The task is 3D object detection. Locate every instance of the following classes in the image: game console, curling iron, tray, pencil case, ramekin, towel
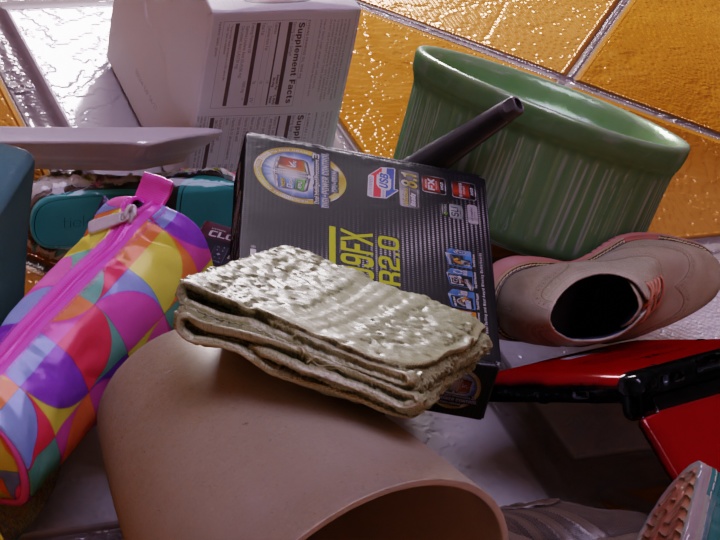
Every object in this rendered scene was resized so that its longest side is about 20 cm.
[{"bbox_3d":[0.195,0.110,1.495,0.171,0.120,0.200,-2,3,35],"label":"game console"},{"bbox_3d":[0.035,-0.052,1.582,0.050,0.200,0.026,50,29,1],"label":"curling iron"},{"bbox_3d":[-0.201,-0.081,1.608,0.199,0.022,0.107,2,8,25],"label":"tray"},{"bbox_3d":[-0.162,0.039,1.352,0.088,0.089,0.200,24,53,17],"label":"pencil case"},{"bbox_3d":[0.116,-0.073,1.649,0.199,0.098,0.200,19,11,-4],"label":"ramekin"},{"bbox_3d":[-0.013,0.033,1.304,0.148,0.037,0.200,22,13,11],"label":"towel"}]

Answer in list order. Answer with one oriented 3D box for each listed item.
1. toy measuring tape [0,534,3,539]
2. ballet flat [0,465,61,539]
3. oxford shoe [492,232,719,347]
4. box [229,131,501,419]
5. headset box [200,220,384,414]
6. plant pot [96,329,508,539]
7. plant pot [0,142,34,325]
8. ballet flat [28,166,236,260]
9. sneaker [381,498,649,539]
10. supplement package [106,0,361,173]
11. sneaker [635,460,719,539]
[{"bbox_3d":[-0.226,0.182,1.255,0.073,0.074,0.200,13,34,0],"label":"toy measuring tape"},{"bbox_3d":[-0.198,0.079,1.410,0.070,0.071,0.200,15,35,4],"label":"ballet flat"},{"bbox_3d":[0.169,0.020,1.557,0.199,0.071,0.074,-12,17,-36],"label":"oxford shoe"},{"bbox_3d":[0.000,0.000,1.473,0.159,0.044,0.201,11,35,-8],"label":"box"},{"bbox_3d":[-0.053,0.057,1.480,0.148,0.075,0.200,16,35,4],"label":"headset box"},{"bbox_3d":[-0.054,0.125,1.285,0.186,0.188,0.200,-14,42,-33],"label":"plant pot"},{"bbox_3d":[-0.291,0.026,1.398,0.140,0.142,0.201,16,42,4],"label":"plant pot"},{"bbox_3d":[-0.132,-0.040,1.602,0.199,0.076,0.064,6,16,-16],"label":"ballet flat"},{"bbox_3d":[0.092,0.168,1.395,0.199,0.071,0.076,6,18,-19],"label":"sneaker"},{"bbox_3d":[-0.095,-0.169,1.716,0.110,0.157,0.200,-4,37,-23],"label":"supplement package"},{"bbox_3d":[0.185,0.205,1.324,0.080,0.071,0.201,24,61,-14],"label":"sneaker"}]
